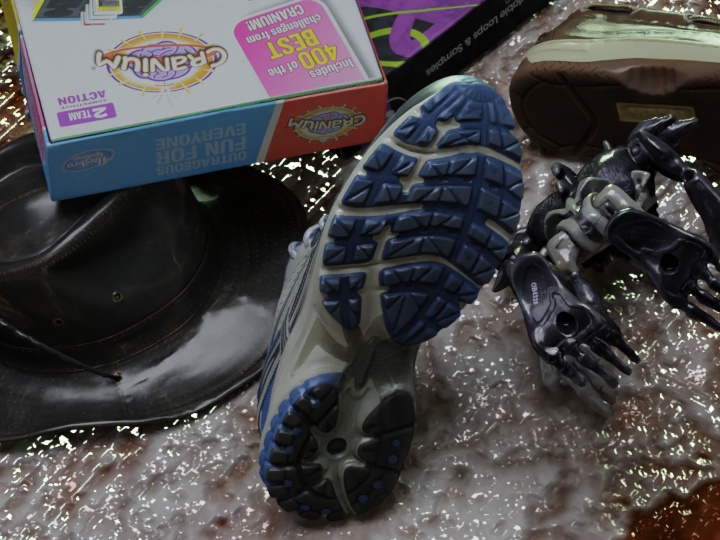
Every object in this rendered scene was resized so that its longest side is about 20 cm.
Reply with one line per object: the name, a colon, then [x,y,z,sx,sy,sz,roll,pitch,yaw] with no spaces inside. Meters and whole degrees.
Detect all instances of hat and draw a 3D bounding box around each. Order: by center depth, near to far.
hat: [-0.125,-0.017,1.331,0.200,0.081,0.201,-6,46,6]

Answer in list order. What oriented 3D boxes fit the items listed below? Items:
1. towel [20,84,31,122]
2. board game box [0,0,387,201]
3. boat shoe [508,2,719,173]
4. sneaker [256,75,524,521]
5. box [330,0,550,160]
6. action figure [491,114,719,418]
towel: [-0.079,-0.135,1.406,0.146,0.030,0.200,2,42,0]
board game box: [-0.086,-0.132,1.337,0.153,0.040,0.200,-11,54,-10]
boat shoe: [0.171,-0.087,1.342,0.202,0.075,0.075,13,46,23]
sneaker: [0.000,0.000,1.230,0.077,0.200,0.085,15,25,-23]
box: [0.014,-0.151,1.459,0.200,0.036,0.143,-38,51,-24]
action figure: [0.112,0.001,1.253,0.119,0.102,0.200,-35,7,11]
